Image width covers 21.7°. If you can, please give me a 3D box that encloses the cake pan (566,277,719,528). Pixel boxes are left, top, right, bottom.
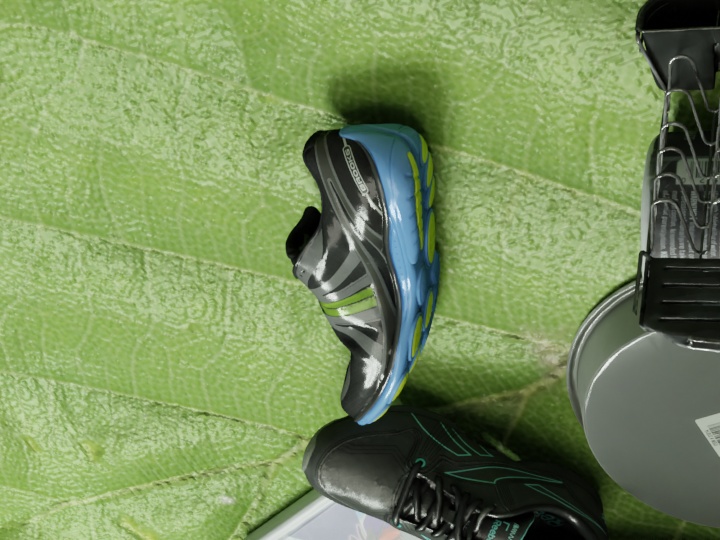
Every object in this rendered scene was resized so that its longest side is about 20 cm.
[{"bbox_3d":[0.218,0.082,1.107,0.199,0.037,0.201,9,133,9],"label":"cake pan"}]

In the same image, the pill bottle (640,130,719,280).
[{"bbox_3d":[0.249,-0.020,0.961,0.199,0.106,0.106,0,130,16],"label":"pill bottle"}]

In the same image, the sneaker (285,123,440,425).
[{"bbox_3d":[0.000,0.000,1.084,0.082,0.071,0.200,9,128,16],"label":"sneaker"}]

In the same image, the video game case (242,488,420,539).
[{"bbox_3d":[0.044,0.198,1.271,0.182,0.023,0.200,38,130,-17],"label":"video game case"}]

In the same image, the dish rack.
[{"bbox_3d":[0.203,-0.049,0.891,0.153,0.201,0.055,-1,141,17],"label":"dish rack"}]

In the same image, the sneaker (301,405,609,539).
[{"bbox_3d":[0.063,0.137,1.152,0.199,0.079,0.076,14,105,-11],"label":"sneaker"}]
